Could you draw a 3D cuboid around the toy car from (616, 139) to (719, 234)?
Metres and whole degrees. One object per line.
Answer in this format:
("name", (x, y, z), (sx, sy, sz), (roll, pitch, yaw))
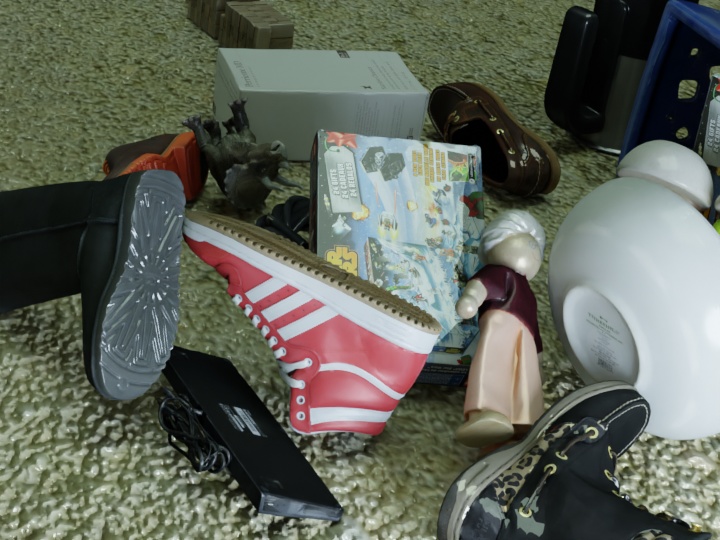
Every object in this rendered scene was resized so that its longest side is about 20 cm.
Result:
("toy car", (0.274, 0.005, 1.250), (0.199, 0.176, 0.150), (23, -6, 27))

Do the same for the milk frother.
("milk frother", (0.256, -0.252, 1.675), (0.179, 0.190, 0.200), (-2, 28, -22))

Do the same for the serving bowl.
("serving bowl", (0.199, 0.038, 1.100), (0.065, 0.202, 0.200), (-25, 39, -24))

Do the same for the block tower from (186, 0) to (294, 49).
("block tower", (-0.143, -0.297, 1.790), (0.057, 0.054, 0.200), (-8, 32, -28))

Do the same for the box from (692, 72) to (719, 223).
("box", (0.346, -0.056, 1.307), (0.136, 0.202, 0.040), (29, 33, 34))

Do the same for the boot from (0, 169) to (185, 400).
("boot", (-0.217, 0.013, 1.092), (0.199, 0.166, 0.065), (-4, -22, 39))

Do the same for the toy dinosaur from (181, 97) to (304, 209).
("toy dinosaur", (-0.110, -0.095, 1.373), (0.076, 0.103, 0.200), (-19, -4, -9))

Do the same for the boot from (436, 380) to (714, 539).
("boot", (0.164, 0.154, 0.984), (0.150, 0.074, 0.199), (29, 37, 36))

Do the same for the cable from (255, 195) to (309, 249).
("cable", (0.000, 0.000, 1.273), (0.199, 0.051, 0.163), (31, 26, 30))

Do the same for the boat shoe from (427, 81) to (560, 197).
("boat shoe", (0.121, -0.139, 1.543), (0.070, 0.071, 0.200), (-4, 30, -32))

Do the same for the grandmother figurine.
("grandmother figurine", (0.109, 0.044, 1.101), (0.060, 0.122, 0.202), (-7, 53, 20))

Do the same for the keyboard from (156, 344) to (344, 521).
("keyboard", (-0.096, 0.115, 1.041), (0.103, 0.040, 0.200), (19, 16, -37))

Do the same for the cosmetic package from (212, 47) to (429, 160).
("cosmetic package", (-0.044, -0.169, 1.541), (0.198, 0.082, 0.113), (-1, 30, -21))

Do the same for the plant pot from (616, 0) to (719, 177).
("plant pot", (0.387, -0.134, 1.487), (0.178, 0.202, 0.200), (6, 25, -18))

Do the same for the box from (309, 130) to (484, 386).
("box", (0.029, -0.011, 1.181), (0.135, 0.040, 0.202), (6, 60, -10))

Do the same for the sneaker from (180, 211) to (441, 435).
("sneaker", (-0.054, 0.043, 1.067), (0.199, 0.113, 0.071), (27, 13, 8))

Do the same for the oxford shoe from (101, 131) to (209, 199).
("oxford shoe", (-0.200, -0.074, 1.339), (0.072, 0.072, 0.200), (2, 17, 16))
